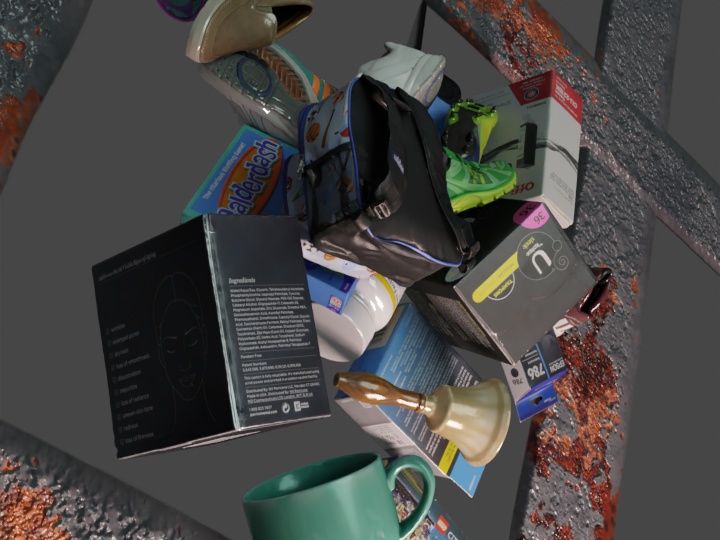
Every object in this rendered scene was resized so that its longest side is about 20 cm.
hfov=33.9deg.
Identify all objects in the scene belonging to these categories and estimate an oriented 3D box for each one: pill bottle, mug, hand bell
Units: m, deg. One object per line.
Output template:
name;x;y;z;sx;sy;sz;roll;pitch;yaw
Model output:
pill bottle;0.000;0.000;1.371;0.114;0.114;0.201;48;49;-22
mug;-0.023;0.263;1.210;0.152;0.184;0.116;-17;91;-56
hand bell;0.059;0.148;1.329;0.198;0.104;0.105;17;64;-23

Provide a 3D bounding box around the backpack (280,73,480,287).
backpack;0.012;-0.091;1.193;0.199;0.153;0.192;25;57;-51

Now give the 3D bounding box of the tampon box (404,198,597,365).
tampon box;0.155;0.006;1.427;0.150;0.200;0.127;-43;108;-13

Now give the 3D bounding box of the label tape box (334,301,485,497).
label tape box;0.076;0.160;1.425;0.200;0.063;0.145;47;51;-22

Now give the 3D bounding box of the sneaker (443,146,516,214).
sneaker;0.116;-0.110;1.391;0.199;0.074;0.084;-20;91;-48

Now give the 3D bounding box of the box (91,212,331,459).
box;-0.149;0.066;1.143;0.123;0.199;0.199;-3;78;-45

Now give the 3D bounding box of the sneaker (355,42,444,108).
sneaker;0.023;-0.191;1.358;0.087;0.075;0.200;26;48;13

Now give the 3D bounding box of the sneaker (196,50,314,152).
sneaker;-0.110;-0.175;1.351;0.199;0.087;0.075;38;42;-6

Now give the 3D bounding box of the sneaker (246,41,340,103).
sneaker;-0.060;-0.199;1.420;0.200;0.071;0.080;50;31;-15

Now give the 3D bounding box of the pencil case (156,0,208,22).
pencil case;-0.154;-0.359;1.362;0.093;0.085;0.200;52;47;-8

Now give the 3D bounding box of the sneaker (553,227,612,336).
sneaker;0.308;-0.010;1.670;0.075;0.115;0.202;19;64;-38

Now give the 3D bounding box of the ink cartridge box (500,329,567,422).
ink cartridge box;0.226;0.096;1.611;0.099;0.039;0.202;-19;91;-46

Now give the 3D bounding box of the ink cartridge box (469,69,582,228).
ink cartridge box;0.215;-0.150;1.602;0.084;0.143;0.202;33;55;-41

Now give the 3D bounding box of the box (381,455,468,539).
box;0.061;0.336;1.371;0.201;0.038;0.137;52;47;-18

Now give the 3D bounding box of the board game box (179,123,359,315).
board game box;-0.076;-0.059;1.295;0.198;0.045;0.153;25;53;4

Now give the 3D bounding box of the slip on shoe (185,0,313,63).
slip on shoe;-0.122;-0.278;1.327;0.060;0.077;0.200;29;34;13

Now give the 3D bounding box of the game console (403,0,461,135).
game console;0.095;-0.210;1.531;0.175;0.116;0.202;28;59;-34

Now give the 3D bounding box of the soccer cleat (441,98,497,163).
soccer cleat;0.134;-0.163;1.540;0.200;0.064;0.084;-59;159;-57
